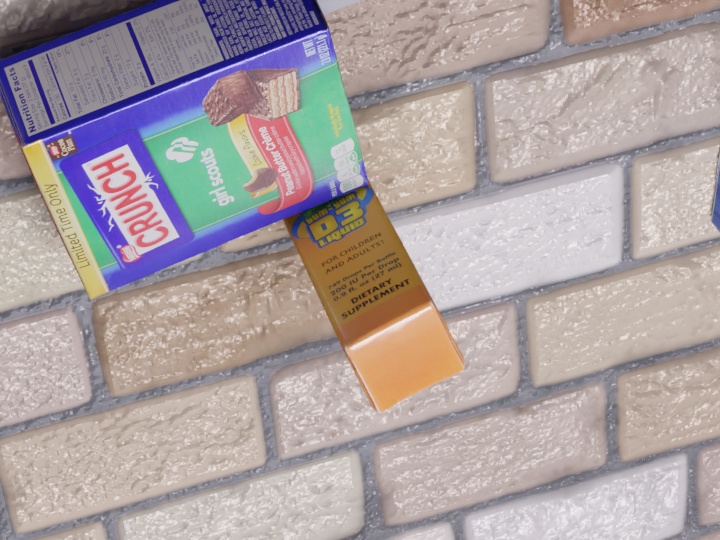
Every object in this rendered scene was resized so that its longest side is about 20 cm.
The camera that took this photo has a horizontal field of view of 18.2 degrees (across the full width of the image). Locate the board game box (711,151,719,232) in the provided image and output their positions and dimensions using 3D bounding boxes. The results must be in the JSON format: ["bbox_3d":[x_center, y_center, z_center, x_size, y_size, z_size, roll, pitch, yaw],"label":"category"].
[{"bbox_3d":[0.361,-0.122,1.613,0.199,0.043,0.200,-10,128,-16],"label":"board game box"}]

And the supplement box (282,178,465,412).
[{"bbox_3d":[0.000,0.000,1.458,0.066,0.200,0.069,-28,127,0],"label":"supplement box"}]

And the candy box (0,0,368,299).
[{"bbox_3d":[-0.109,-0.089,1.406,0.200,0.077,0.169,-21,146,-4],"label":"candy box"}]

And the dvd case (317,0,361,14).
[{"bbox_3d":[-0.032,-0.226,1.392,0.200,0.025,0.150,-21,130,-5],"label":"dvd case"}]
